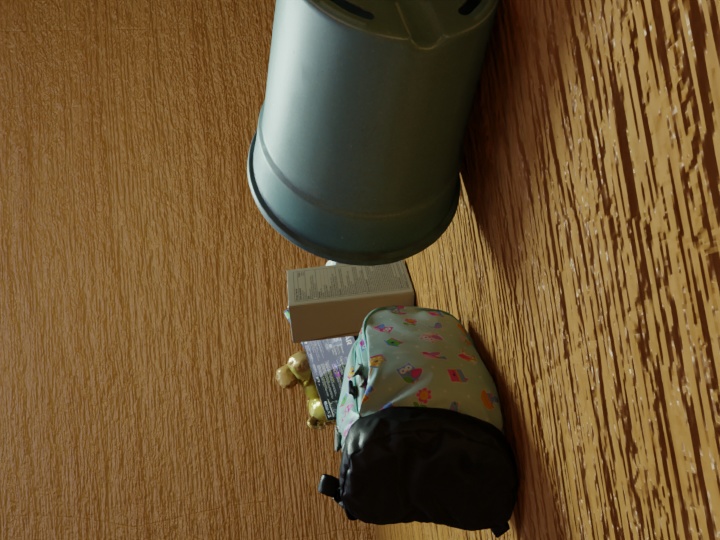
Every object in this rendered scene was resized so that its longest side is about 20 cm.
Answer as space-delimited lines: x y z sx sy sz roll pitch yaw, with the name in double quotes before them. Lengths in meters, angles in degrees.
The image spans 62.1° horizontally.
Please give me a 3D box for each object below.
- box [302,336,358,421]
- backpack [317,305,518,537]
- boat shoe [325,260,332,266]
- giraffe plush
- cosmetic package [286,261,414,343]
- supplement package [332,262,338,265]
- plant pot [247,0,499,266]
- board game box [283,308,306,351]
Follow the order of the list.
"box" -0.037 0.196 1.237 0.158 0.043 0.205 -24 83 42
"backpack" 0.052 0.123 0.543 0.201 0.162 0.130 -98 22 -66
"boat shoe" -0.011 0.059 1.394 0.073 0.061 0.202 -38 84 39
"giraffe plush" -0.098 0.283 1.411 0.165 0.169 0.201 60 151 19
"cosmetic package" -0.017 0.045 0.952 0.105 0.194 0.075 -102 7 -56
"supplement package" 0.000 0.000 1.242 0.203 0.113 0.120 87 175 -49
"plant pot" 0.008 -0.144 0.461 0.198 0.194 0.205 103 161 -57
"board game box" -0.066 0.145 1.342 0.204 0.133 0.034 60 157 -1
